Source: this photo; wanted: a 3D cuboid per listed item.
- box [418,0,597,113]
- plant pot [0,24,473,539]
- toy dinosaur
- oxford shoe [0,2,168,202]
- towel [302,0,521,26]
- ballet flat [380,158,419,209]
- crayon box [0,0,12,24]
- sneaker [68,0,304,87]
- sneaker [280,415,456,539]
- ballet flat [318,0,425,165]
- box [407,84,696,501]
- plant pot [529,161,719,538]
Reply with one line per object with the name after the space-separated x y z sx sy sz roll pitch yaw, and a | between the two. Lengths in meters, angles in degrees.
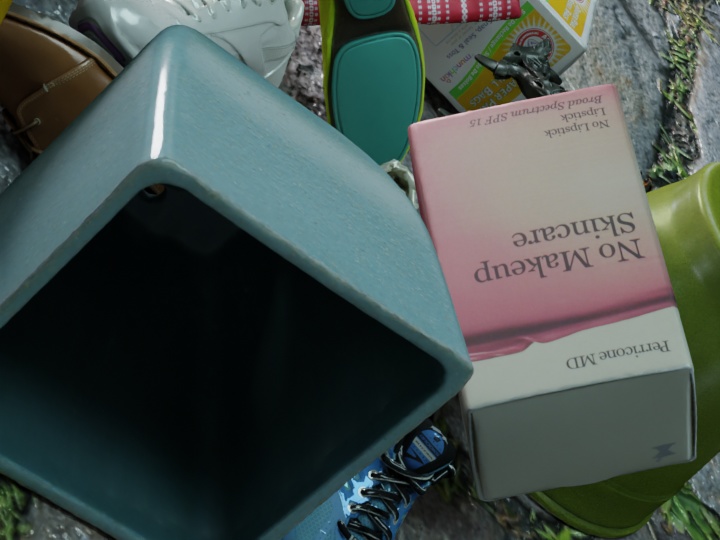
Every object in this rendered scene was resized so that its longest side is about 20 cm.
0.063 -0.212 1.568 0.200 0.101 0.113 45 25 -11 | box
-0.085 -0.006 1.102 0.196 0.196 0.200 34 30 -27 | plant pot
0.129 -0.082 1.473 0.136 0.102 0.200 47 -3 32 | toy dinosaur
-0.166 -0.089 1.198 0.200 0.071 0.071 30 74 -15 | oxford shoe
0.010 -0.234 1.465 0.199 0.022 0.145 -3 90 -18 | towel
0.000 0.000 1.317 0.072 0.072 0.200 38 35 -21 | ballet flat
-0.238 -0.169 1.138 0.127 0.051 0.200 13 38 1 | crayon box
-0.097 -0.146 1.278 0.075 0.100 0.200 34 10 22 | sneaker
0.002 0.105 1.162 0.078 0.090 0.200 50 37 -36 | sneaker
0.002 -0.161 1.419 0.067 0.067 0.200 -118 -159 -64 | ballet flat
0.107 0.011 1.264 0.109 0.128 0.200 77 1 -56 | box
0.189 0.034 1.404 0.200 0.193 0.201 33 36 -28 | plant pot
